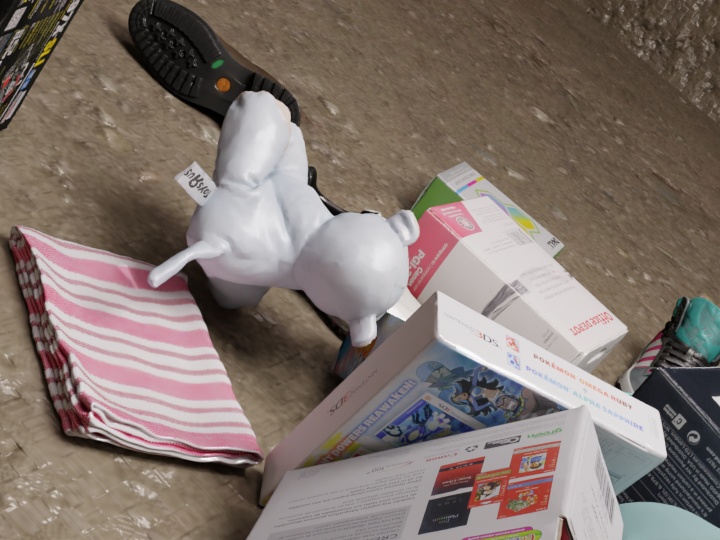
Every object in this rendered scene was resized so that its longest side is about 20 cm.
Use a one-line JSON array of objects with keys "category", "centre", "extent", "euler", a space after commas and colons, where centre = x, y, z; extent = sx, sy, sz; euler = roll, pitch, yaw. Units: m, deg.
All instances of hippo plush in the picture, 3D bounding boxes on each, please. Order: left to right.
[{"category": "hippo plush", "centre": [-0.034, -0.037, 0.983], "extent": [0.159, 0.161, 0.200], "euler": [15, -4, 9]}]

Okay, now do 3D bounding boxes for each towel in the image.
[{"category": "towel", "centre": [-0.152, 0.047, 0.916], "extent": [0.145, 0.030, 0.201], "euler": [18, 30, -39]}]

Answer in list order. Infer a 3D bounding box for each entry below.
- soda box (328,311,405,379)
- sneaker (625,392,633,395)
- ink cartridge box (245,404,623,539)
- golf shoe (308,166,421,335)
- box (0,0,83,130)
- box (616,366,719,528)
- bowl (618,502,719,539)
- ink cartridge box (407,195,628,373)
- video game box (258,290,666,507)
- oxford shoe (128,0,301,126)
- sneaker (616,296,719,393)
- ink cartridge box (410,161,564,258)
[{"category": "soda box", "centre": [0.042, 0.078, 0.993], "extent": [0.068, 0.064, 0.200], "euler": [29, -2, -18]}, {"category": "sneaker", "centre": [0.249, 0.155, 1.226], "extent": [0.198, 0.080, 0.078], "euler": [25, 26, -29]}, {"category": "ink cartridge box", "centre": [0.034, 0.166, 0.744], "extent": [0.176, 0.198, 0.085], "euler": [-53, 126, -66]}, {"category": "golf shoe", "centre": [0.000, 0.000, 1.139], "extent": [0.199, 0.092, 0.073], "euler": [39, 22, 0]}, {"category": "box", "centre": [-0.253, -0.167, 0.945], "extent": [0.049, 0.201, 0.160], "euler": [36, 24, -5]}, {"category": "box", "centre": [0.222, 0.176, 0.996], "extent": [0.148, 0.201, 0.107], "euler": [5, 38, -52]}, {"category": "bowl", "centre": [0.179, 0.228, 0.860], "extent": [0.199, 0.202, 0.105], "euler": [30, 17, -17]}, {"category": "ink cartridge box", "centre": [0.141, 0.028, 1.296], "extent": [0.200, 0.083, 0.146], "euler": [45, 24, 16]}, {"category": "video game box", "centre": [0.061, 0.120, 0.870], "extent": [0.181, 0.200, 0.047], "euler": [27, 39, -24]}, {"category": "oxford shoe", "centre": [-0.143, -0.193, 1.330], "extent": [0.199, 0.073, 0.084], "euler": [40, 7, -1]}, {"category": "sneaker", "centre": [0.340, 0.092, 1.413], "extent": [0.083, 0.121, 0.200], "euler": [39, 24, 4]}, {"category": "ink cartridge box", "centre": [0.154, -0.025, 1.438], "extent": [0.200, 0.060, 0.104], "euler": [42, 24, 9]}]
